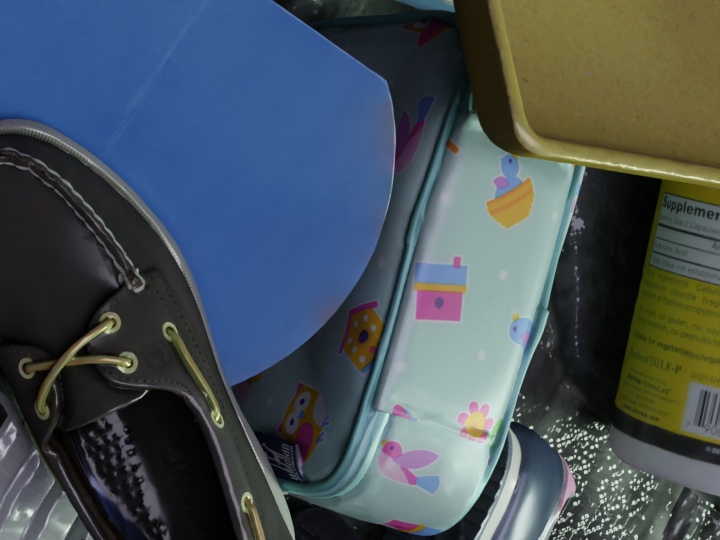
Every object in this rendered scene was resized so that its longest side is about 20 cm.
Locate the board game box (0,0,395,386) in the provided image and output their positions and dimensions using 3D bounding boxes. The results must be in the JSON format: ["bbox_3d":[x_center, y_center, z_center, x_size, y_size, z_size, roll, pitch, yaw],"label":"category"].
[{"bbox_3d":[-0.088,-0.048,0.682,0.200,0.039,0.158,34,109,-10],"label":"board game box"}]

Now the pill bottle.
[{"bbox_3d":[0.186,-0.001,0.871,0.111,0.111,0.201,9,97,-29],"label":"pill bottle"}]

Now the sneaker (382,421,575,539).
[{"bbox_3d":[0.036,0.163,0.853,0.082,0.070,0.201,26,95,-45],"label":"sneaker"}]

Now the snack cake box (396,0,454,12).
[{"bbox_3d":[0.054,-0.162,0.794,0.199,0.067,0.116,13,93,-29],"label":"snack cake box"}]

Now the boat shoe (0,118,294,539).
[{"bbox_3d":[-0.082,0.041,0.657,0.072,0.061,0.202,-27,104,9],"label":"boat shoe"}]

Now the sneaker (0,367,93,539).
[{"bbox_3d":[-0.150,0.064,0.716,0.200,0.090,0.067,31,90,-44],"label":"sneaker"}]

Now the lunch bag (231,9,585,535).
[{"bbox_3d":[0.000,0.000,0.750,0.077,0.160,0.201,20,85,-34],"label":"lunch bag"}]

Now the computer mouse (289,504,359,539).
[{"bbox_3d":[-0.040,0.177,0.778,0.059,0.034,0.200,42,40,-18],"label":"computer mouse"}]

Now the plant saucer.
[{"bbox_3d":[0.098,-0.114,0.712,0.199,0.048,0.201,7,64,-38],"label":"plant saucer"}]
